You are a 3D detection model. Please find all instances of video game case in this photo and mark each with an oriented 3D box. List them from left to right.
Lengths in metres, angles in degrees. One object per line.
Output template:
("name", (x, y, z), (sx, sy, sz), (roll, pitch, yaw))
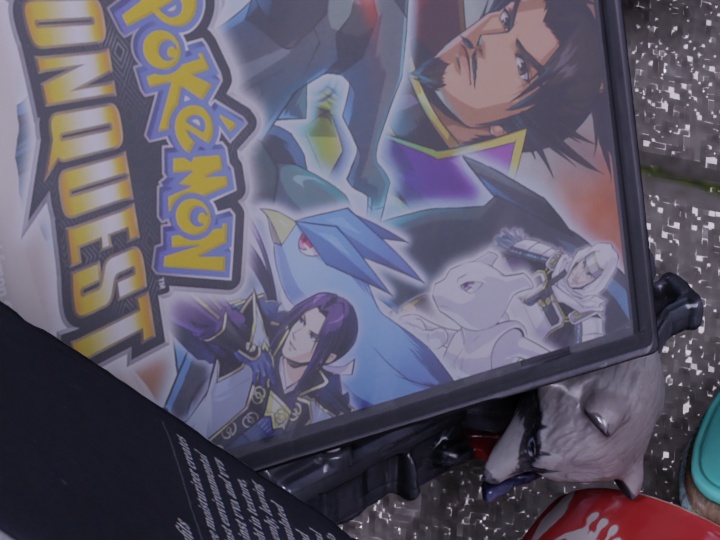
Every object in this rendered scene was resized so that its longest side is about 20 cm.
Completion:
("video game case", (-0.020, -0.055, 0.649), (0.180, 0.025, 0.201), (-15, 107, -24))

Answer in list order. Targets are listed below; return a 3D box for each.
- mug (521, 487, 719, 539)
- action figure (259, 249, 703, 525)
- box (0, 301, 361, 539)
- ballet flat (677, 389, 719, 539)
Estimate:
("mug", (0.054, 0.163, 0.714), (0.133, 0.177, 0.200), (44, 63, -11))
("action figure", (0.000, 0.000, 0.763), (0.193, 0.105, 0.200), (38, 51, 26))
("box", (-0.097, 0.125, 0.589), (0.198, 0.123, 0.200), (35, 104, -24))
("ballet flat", (0.157, 0.035, 0.815), (0.074, 0.074, 0.200), (45, 51, 1))
